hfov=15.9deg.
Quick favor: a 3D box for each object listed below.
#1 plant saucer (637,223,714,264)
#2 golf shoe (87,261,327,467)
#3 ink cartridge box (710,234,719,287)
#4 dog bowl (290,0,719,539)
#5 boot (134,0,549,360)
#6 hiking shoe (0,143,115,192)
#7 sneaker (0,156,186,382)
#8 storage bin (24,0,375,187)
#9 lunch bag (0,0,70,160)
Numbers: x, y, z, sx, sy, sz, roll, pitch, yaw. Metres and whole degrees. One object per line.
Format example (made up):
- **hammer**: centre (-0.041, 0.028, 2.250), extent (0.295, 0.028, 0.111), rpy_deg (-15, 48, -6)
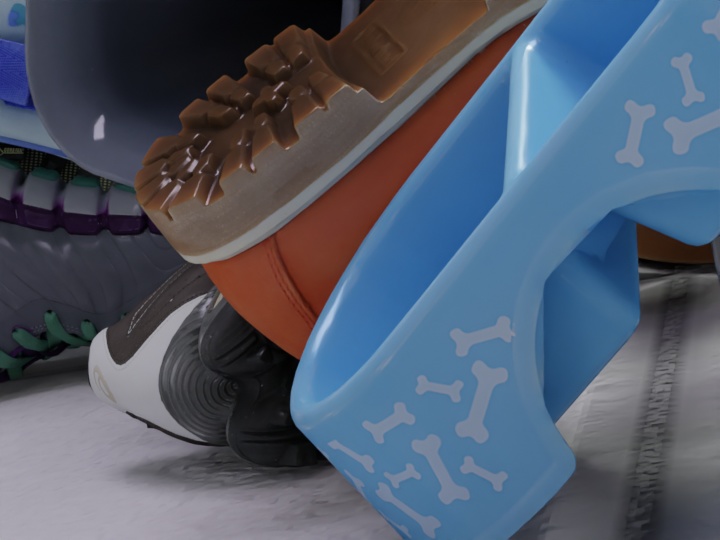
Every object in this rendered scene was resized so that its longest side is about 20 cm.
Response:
- **plant saucer**: centre (0.189, -0.041, 0.951), extent (0.199, 0.033, 0.200), rpy_deg (-11, 9, 2)
- **golf shoe**: centre (0.000, 0.000, 0.792), extent (0.094, 0.078, 0.199), rpy_deg (-2, 12, 42)
- **ink cartridge box**: centre (0.194, -0.019, 0.655), extent (0.198, 0.085, 0.146), rpy_deg (-9, 9, 15)
- **dog bowl**: centre (0.053, -0.022, 0.583), extent (0.200, 0.049, 0.112), rpy_deg (-52, 12, 24)
- **boot**: centre (0.050, -0.043, 0.674), extent (0.199, 0.107, 0.075), rpy_deg (-36, 24, 7)
- **hiking shoe**: centre (-0.110, -0.037, 1.047), extent (0.198, 0.102, 0.076), rpy_deg (-10, 10, 5)
- **sneaker**: centre (-0.101, 0.012, 0.919), extent (0.198, 0.088, 0.074), rpy_deg (12, -12, 11)
- **storage bin**: centre (-0.015, -0.131, 0.767), extent (0.145, 0.202, 0.134), rpy_deg (18, 24, 35)
- **lunch bag**: centre (-0.151, -0.092, 0.947), extent (0.198, 0.083, 0.161), rpy_deg (11, 9, 4)
